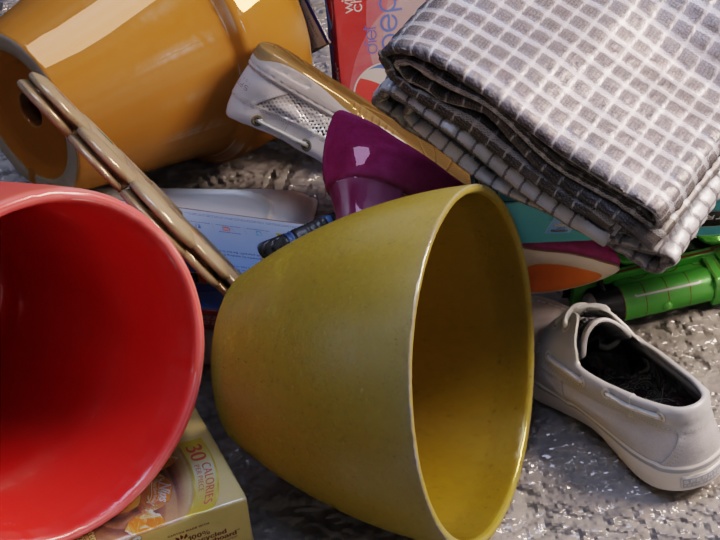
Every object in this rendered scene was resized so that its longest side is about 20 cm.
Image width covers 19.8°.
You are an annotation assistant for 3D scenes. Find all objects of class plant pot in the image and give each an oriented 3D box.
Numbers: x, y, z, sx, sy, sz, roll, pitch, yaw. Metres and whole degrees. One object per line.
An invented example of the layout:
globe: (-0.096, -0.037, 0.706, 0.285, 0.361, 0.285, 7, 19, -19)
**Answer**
plant pot: (-0.215, 0.036, 1.126, 0.200, 0.201, 0.177, -29, 29, -31)
plant pot: (-0.167, -0.148, 1.460, 0.183, 0.201, 0.200, -32, 42, -32)
plant pot: (0.001, 0.052, 1.159, 0.141, 0.201, 0.200, 1, 33, 24)

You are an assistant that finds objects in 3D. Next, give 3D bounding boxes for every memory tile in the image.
memory tile: (-0.118, -0.035, 1.213, 0.017, 0.200, 0.153, -44, 63, -2)

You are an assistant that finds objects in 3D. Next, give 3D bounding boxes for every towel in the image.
towel: (0.131, -0.111, 1.172, 0.200, 0.086, 0.166, 33, 56, 12)

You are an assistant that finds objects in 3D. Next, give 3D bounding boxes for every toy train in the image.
toy train: (0.225, -0.002, 1.336, 0.199, 0.042, 0.056, -14, 45, -12)

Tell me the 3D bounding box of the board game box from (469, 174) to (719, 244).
board game box: (0.162, -0.094, 1.250, 0.199, 0.047, 0.151, -2, 58, -10)

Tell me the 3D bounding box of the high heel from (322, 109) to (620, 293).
high heel: (0.069, -0.042, 1.270, 0.199, 0.067, 0.096, 5, 64, -20)

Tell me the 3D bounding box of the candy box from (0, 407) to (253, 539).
candy box: (-0.148, 0.112, 1.200, 0.115, 0.055, 0.200, -16, 35, -16)

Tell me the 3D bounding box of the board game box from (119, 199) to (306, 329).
board game box: (-0.112, -0.003, 1.313, 0.199, 0.019, 0.103, 7, 37, -27)

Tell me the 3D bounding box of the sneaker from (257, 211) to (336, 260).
sneaker: (0.000, 0.000, 1.323, 0.076, 0.077, 0.200, -22, -1, 28)

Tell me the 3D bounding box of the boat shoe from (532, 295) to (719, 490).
boat shoe: (0.143, 0.056, 1.231, 0.072, 0.069, 0.200, -18, 35, -17)

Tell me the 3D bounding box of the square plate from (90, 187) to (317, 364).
square plate: (-0.140, -0.006, 1.398, 0.197, 0.029, 0.200, 1, 34, 9)

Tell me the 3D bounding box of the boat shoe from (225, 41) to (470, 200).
boat shoe: (-0.001, -0.077, 1.416, 0.200, 0.069, 0.071, 33, 11, -6)

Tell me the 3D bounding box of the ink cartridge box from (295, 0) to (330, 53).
ink cartridge box: (-0.084, -0.189, 1.518, 0.037, 0.095, 0.200, -30, 7, -30)

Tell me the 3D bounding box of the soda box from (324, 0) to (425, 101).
soda box: (0.012, -0.171, 1.467, 0.070, 0.201, 0.064, -8, 35, -4)
